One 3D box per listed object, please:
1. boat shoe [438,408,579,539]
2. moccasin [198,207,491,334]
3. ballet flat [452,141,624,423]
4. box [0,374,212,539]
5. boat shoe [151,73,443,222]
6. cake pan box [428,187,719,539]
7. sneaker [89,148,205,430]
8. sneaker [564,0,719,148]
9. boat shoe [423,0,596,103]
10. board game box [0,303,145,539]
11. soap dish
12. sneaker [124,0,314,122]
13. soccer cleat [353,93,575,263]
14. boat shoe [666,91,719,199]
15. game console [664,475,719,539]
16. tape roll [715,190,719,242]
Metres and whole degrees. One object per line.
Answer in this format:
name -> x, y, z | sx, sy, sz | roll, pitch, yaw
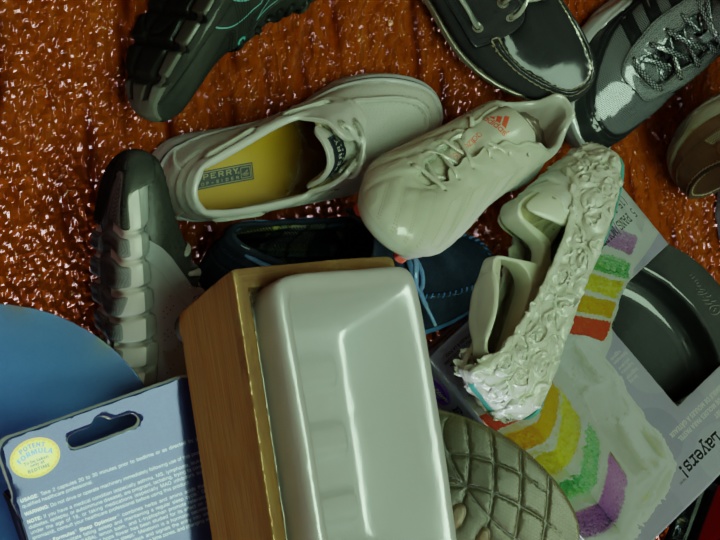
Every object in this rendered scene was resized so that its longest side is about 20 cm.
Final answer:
boat shoe -> 0.045, 0.117, 1.610 | 0.200, 0.068, 0.072 | 31, 88, 2
moccasin -> 0.000, 0.000, 1.592 | 0.200, 0.080, 0.068 | -7, 141, -31
ballet flat -> 0.107, -0.004, 1.609 | 0.072, 0.072, 0.200 | 35, 61, -31
box -> -0.121, 0.166, 1.470 | 0.121, 0.032, 0.200 | -19, 101, -14
boat shoe -> -0.027, -0.071, 1.578 | 0.200, 0.070, 0.071 | -14, 106, -28
cake pan box -> 0.155, 0.072, 1.677 | 0.200, 0.052, 0.184 | -39, 93, -27
sneaker -> -0.093, 0.026, 1.529 | 0.115, 0.075, 0.200 | -3, 105, -19
sneaker -> 0.213, -0.152, 1.683 | 0.200, 0.114, 0.075 | -50, 119, -14
boat shoe -> 0.081, -0.173, 1.618 | 0.200, 0.063, 0.073 | 46, 76, -21
board game box -> -0.204, 0.116, 1.500 | 0.158, 0.039, 0.200 | 4, 97, -3
soap dish -> -0.024, 0.096, 1.469 | 0.157, 0.081, 0.200 | -5, 86, -57
sneaker -> -0.063, -0.165, 1.538 | 0.079, 0.075, 0.200 | 37, 80, -33
soccer cleat -> 0.063, -0.064, 1.587 | 0.069, 0.078, 0.200 | 50, 33, 5
boat shoe -> 0.262, -0.088, 1.681 | 0.076, 0.200, 0.072 | -18, 74, -28
game console -> 0.244, 0.234, 1.721 | 0.200, 0.119, 0.172 | -67, 155, -12
tape roll -> 0.341, -0.051, 1.808 | 0.200, 0.066, 0.200 | -5, 101, -30
